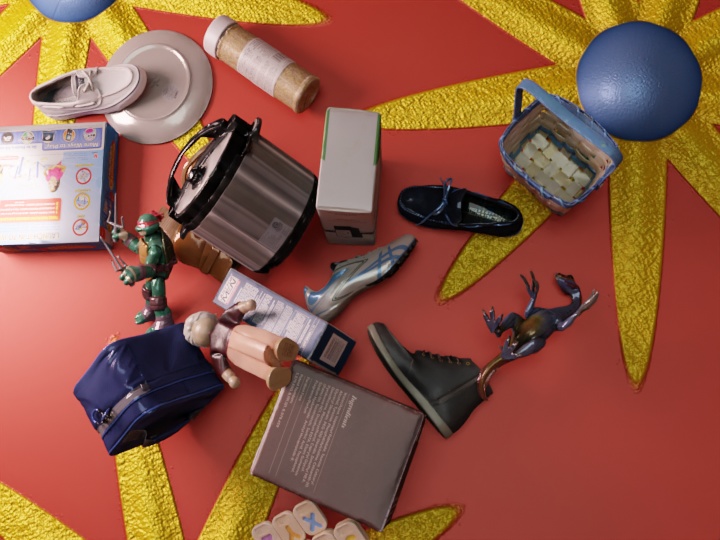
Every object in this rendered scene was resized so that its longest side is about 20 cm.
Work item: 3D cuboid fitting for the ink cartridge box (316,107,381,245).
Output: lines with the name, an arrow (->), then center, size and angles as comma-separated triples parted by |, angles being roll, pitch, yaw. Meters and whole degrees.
ink cartridge box -> -0.013, -0.131, 1.243 | 0.081, 0.200, 0.150 | 5, 79, 3

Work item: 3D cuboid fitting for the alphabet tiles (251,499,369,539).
alphabet tiles -> -0.061, 0.423, 1.179 | 0.198, 0.015, 0.198 | -30, 97, 22

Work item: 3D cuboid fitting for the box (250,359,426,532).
box -> -0.025, 0.245, 1.185 | 0.196, 0.166, 0.167 | 21, 80, 10

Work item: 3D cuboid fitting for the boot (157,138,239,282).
boot -> -0.222, -0.094, 1.325 | 0.153, 0.074, 0.202 | 33, 92, 10

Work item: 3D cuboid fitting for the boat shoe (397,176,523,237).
boat shoe -> 0.153, -0.103, 1.286 | 0.195, 0.069, 0.086 | 5, 79, 7

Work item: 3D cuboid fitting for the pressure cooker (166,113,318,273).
pressure cooker -> -0.175, -0.116, 1.214 | 0.198, 0.178, 0.179 | 32, 65, -21

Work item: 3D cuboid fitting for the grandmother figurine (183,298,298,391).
grandmother figurine -> -0.174, 0.098, 1.171 | 0.197, 0.060, 0.124 | 13, 77, 38

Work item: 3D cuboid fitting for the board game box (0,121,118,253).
board game box -> -0.499, -0.134, 1.364 | 0.195, 0.056, 0.201 | -1, 79, 6

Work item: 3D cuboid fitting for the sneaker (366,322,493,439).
sneaker -> 0.101, 0.138, 1.248 | 0.106, 0.075, 0.201 | -39, 87, -8

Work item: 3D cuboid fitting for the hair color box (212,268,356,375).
hair color box -> -0.112, 0.075, 1.231 | 0.198, 0.100, 0.061 | 27, 83, 32

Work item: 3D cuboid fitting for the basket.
basket -> 0.286, -0.181, 1.220 | 0.176, 0.200, 0.139 | 43, 86, 11

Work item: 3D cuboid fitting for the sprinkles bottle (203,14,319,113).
sprinkles bottle -> -0.161, -0.335, 1.365 | 0.198, 0.068, 0.069 | 35, 84, 11

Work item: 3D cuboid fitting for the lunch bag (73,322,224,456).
lunch bag -> -0.301, 0.177, 1.205 | 0.136, 0.199, 0.133 | -46, 75, 29

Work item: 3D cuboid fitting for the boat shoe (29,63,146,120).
boat shoe -> -0.446, -0.294, 1.371 | 0.196, 0.065, 0.075 | -17, 76, 14

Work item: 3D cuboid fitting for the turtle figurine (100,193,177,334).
turtle figurine -> -0.323, -0.010, 1.257 | 0.098, 0.150, 0.204 | -10, 112, -10

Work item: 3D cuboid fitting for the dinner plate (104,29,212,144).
dinner plate -> -0.344, -0.311, 1.402 | 0.195, 0.024, 0.205 | -1, 80, 5

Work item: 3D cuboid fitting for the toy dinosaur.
toy dinosaur -> 0.254, 0.073, 1.232 | 0.105, 0.179, 0.202 | 51, 128, 28

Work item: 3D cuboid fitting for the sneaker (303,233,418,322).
sneaker -> 0.000, 0.000, 1.280 | 0.198, 0.072, 0.073 | -35, 84, -3
